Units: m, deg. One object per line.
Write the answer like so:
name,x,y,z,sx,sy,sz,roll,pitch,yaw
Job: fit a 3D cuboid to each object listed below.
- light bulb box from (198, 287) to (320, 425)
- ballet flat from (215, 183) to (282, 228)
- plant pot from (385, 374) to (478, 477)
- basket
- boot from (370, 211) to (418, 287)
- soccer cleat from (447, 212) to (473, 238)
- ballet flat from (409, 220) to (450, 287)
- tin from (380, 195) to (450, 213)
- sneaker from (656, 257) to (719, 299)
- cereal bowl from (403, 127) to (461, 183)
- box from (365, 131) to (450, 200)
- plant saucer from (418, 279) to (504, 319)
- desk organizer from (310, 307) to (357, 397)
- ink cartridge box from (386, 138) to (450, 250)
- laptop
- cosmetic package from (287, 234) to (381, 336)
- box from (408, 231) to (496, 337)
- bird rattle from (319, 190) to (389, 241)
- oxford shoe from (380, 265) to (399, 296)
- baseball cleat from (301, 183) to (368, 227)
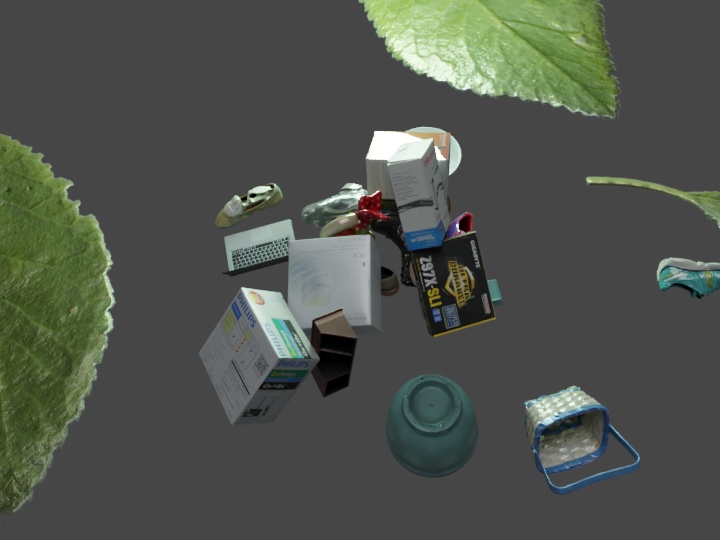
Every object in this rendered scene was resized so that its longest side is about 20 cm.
light bulb box,-0.219,0.182,1.367,0.201,0.123,0.200,-52,55,23
ballet flat,-0.303,-0.179,1.718,0.195,0.071,0.072,-24,56,-10
plant pot,0.144,0.294,1.304,0.194,0.136,0.205,-3,55,5
basket,0.412,0.328,1.234,0.171,0.143,0.201,-14,24,-3
boot,0.110,-0.044,1.564,0.194,0.070,0.178,10,57,-7
soccer cleat,0.232,-0.052,1.553,0.067,0.073,0.204,25,53,-10
ballet flat,0.167,-0.054,1.517,0.067,0.067,0.204,26,57,-9
tin,0.132,-0.165,1.637,0.193,0.116,0.042,2,16,7
sneaker,0.778,0.027,1.466,0.194,0.078,0.082,7,75,17
cereal bowl,0.171,-0.282,1.723,0.193,0.084,0.205,-3,55,5
box,0.120,-0.257,1.573,0.193,0.109,0.154,2,36,9
plant saucer,0.237,0.064,1.521,0.194,0.019,0.071,-11,55,0
desk organizer,-0.060,0.178,1.361,0.070,0.203,0.078,-19,56,-22
ink cartridge box,0.133,-0.171,1.432,0.082,0.205,0.147,-6,25,21
laptop,-0.253,-0.063,1.603,0.182,0.117,0.204,-14,55,-4
cosmetic package,-0.057,0.039,1.457,0.193,0.123,0.207,-4,77,14
box,0.208,0.030,1.460,0.155,0.049,0.206,-14,95,-2
bird rattle,-0.017,-0.095,1.495,0.159,0.200,0.116,-20,84,-11
oxford shoe,0.000,0.000,1.556,0.194,0.076,0.072,11,57,13
baseball cleat,-0.063,-0.173,1.695,0.193,0.071,0.108,-6,48,-9
